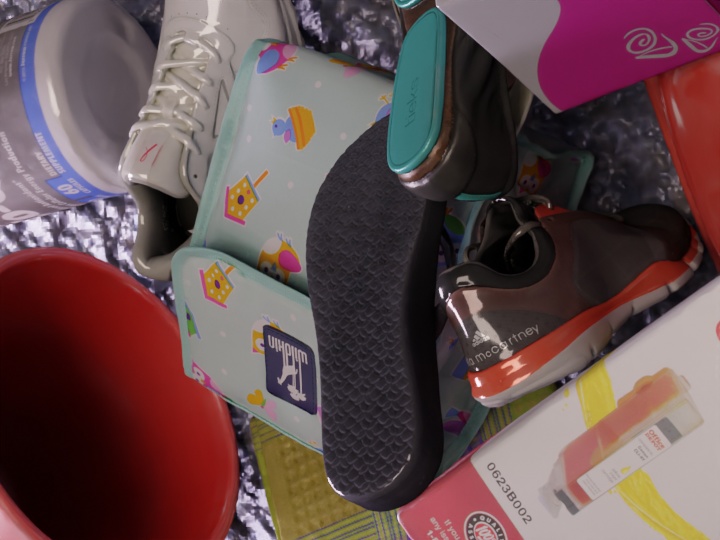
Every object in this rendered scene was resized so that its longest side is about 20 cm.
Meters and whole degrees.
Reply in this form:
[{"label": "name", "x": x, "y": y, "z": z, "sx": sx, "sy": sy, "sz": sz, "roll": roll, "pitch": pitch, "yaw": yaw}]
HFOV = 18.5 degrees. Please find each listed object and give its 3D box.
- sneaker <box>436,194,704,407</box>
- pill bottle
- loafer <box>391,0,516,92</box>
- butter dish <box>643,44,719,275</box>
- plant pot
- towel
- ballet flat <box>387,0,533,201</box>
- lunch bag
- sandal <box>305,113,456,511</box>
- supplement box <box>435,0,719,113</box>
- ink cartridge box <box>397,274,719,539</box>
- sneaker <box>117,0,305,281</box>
[{"label": "sneaker", "x": 0.099, "y": -0.008, "z": 1.048, "sx": 0.077, "sy": 0.200, "sz": 0.082, "roll": -29, "pitch": 94, "yaw": 32}, {"label": "pill bottle", "x": -0.217, "y": -0.080, "z": 1.271, "sx": 0.200, "sy": 0.114, "sz": 0.114, "roll": -14, "pitch": 87, "yaw": 30}, {"label": "loafer", "x": 0.040, "y": -0.180, "z": 1.111, "sx": 0.072, "sy": 0.063, "sz": 0.200, "roll": -13, "pitch": 66, "yaw": 10}, {"label": "butter dish", "x": 0.213, "y": -0.066, "z": 0.995, "sx": 0.199, "sy": 0.148, "sz": 0.200, "roll": -13, "pitch": 106, "yaw": 29}, {"label": "plant pot", "x": -0.197, "y": 0.113, "z": 1.246, "sx": 0.177, "sy": 0.200, "sz": 0.201, "roll": -32, "pitch": 78, "yaw": 37}, {"label": "towel", "x": 0.028, "y": 0.108, "z": 1.185, "sx": 0.200, "sy": 0.023, "sz": 0.144, "roll": -27, "pitch": 63, "yaw": 28}, {"label": "ballet flat", "x": 0.049, "y": -0.119, "z": 1.038, "sx": 0.068, "sy": 0.068, "sz": 0.200, "roll": -26, "pitch": 53, "yaw": 51}, {"label": "lunch bag", "x": 0.000, "y": 0.000, "z": 1.145, "sx": 0.170, "sy": 0.122, "sz": 0.200, "roll": 25, "pitch": 99, "yaw": 29}, {"label": "sandal", "x": 0.013, "y": 0.019, "z": 1.033, "sx": 0.076, "sy": 0.043, "sz": 0.200, "roll": -18, "pitch": 58, "yaw": 37}, {"label": "supplement box", "x": 0.101, "y": -0.189, "z": 0.996, "sx": 0.101, "sy": 0.103, "sz": 0.200, "roll": -19, "pitch": 52, "yaw": 31}, {"label": "ink cartridge box", "x": 0.140, "y": 0.101, "z": 0.967, "sx": 0.200, "sy": 0.083, "sz": 0.145, "roll": -39, "pitch": 83, "yaw": 26}, {"label": "sneaker", "x": -0.086, "y": -0.081, "z": 1.187, "sx": 0.078, "sy": 0.099, "sz": 0.200, "roll": 14, "pitch": 115, "yaw": 28}]
